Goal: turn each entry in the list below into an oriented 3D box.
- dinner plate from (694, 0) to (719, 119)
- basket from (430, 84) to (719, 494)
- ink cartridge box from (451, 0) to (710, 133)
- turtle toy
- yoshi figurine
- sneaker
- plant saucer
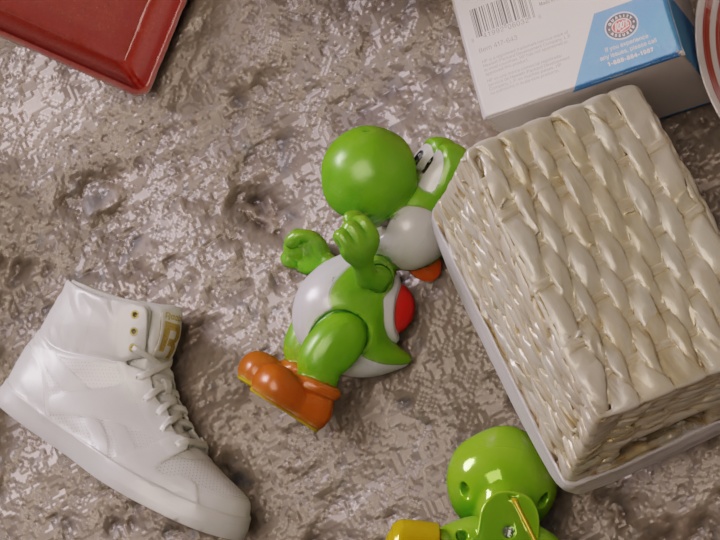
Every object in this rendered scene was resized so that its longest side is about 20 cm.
[{"bbox_3d":[0.296,-0.136,1.565,0.199,0.024,0.202,1,80,-4],"label":"dinner plate"},{"bbox_3d":[0.144,0.008,1.542,0.135,0.123,0.201,-22,73,-13],"label":"basket"},{"bbox_3d":[0.125,-0.191,1.603,0.128,0.125,0.201,-17,76,15],"label":"ink cartridge box"},{"bbox_3d":[0.079,0.192,1.566,0.145,0.101,0.201,9,80,-3],"label":"turtle toy"},{"bbox_3d":[-0.013,-0.009,1.633,0.112,0.112,0.201,33,89,27],"label":"yoshi figurine"},{"bbox_3d":[-0.134,0.081,1.674,0.199,0.074,0.116,31,95,22],"label":"sneaker"},{"bbox_3d":[-0.196,-0.244,1.722,0.199,0.037,0.201,23,88,-19],"label":"plant saucer"}]
